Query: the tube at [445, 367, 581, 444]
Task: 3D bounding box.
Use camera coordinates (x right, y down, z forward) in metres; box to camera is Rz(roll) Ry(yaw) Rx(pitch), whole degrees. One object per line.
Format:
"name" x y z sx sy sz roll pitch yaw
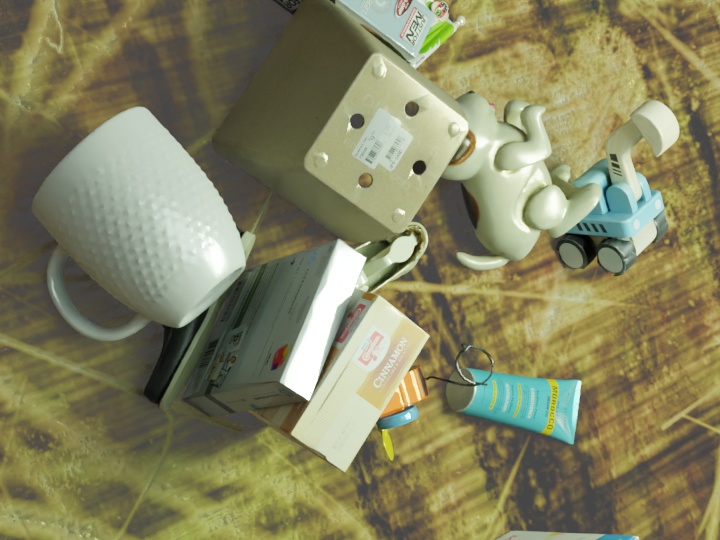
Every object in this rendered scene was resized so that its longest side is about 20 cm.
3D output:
"tube" 0.189 0.156 1.641 0.198 0.050 0.078 14 87 -38

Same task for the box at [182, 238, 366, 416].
"box" -0.088 0.060 1.363 0.041 0.199 0.157 33 64 -23

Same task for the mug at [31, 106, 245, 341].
"mug" -0.215 -0.022 1.313 0.176 0.200 0.148 47 14 4

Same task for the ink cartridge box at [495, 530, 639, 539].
"ink cartridge box" 0.203 0.380 1.512 0.146 0.199 0.146 -20 95 -36

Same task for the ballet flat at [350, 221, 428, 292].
"ballet flat" 0.000 0.000 1.519 0.199 0.069 0.070 -32 100 -34

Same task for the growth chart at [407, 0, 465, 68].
"growth chart" 0.026 -0.326 1.625 0.200 0.018 0.145 49 59 -17

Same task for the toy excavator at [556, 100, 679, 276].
"toy excavator" 0.308 -0.104 1.663 0.100 0.193 0.202 -38 118 -32

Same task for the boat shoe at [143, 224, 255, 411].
"boat shoe" -0.173 0.042 1.394 0.062 0.074 0.203 22 74 0

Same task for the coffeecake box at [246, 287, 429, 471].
"coffeecake box" -0.039 0.094 1.369 0.073 0.200 0.154 37 81 -23

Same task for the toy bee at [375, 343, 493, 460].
"toy bee" 0.035 0.140 1.510 0.197 0.109 0.133 4 87 -9

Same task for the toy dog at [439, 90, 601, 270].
"toy dog" 0.148 -0.120 1.618 0.194 0.140 0.200 -42 112 11

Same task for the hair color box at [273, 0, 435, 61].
"hair color box" -0.026 -0.303 1.523 0.199 0.099 0.061 33 73 -22

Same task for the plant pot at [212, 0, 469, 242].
"plant pot" -0.002 -0.143 1.432 0.199 0.177 0.201 34 90 -26
